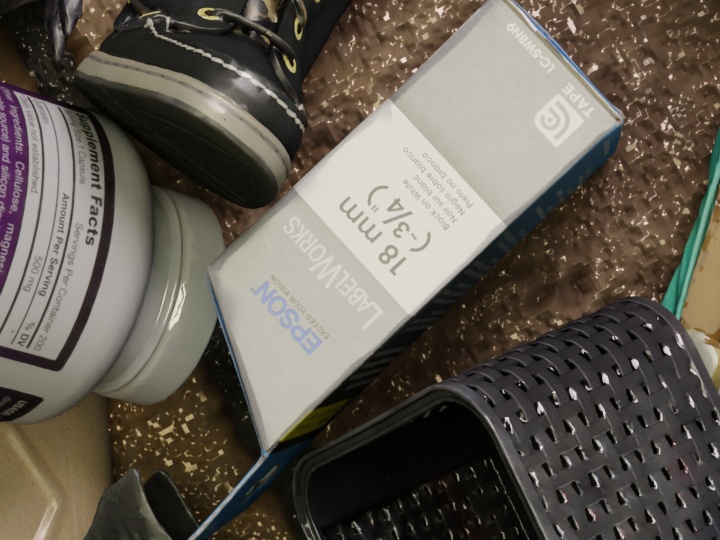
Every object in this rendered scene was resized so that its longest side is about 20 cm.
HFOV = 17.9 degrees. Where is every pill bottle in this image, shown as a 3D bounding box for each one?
[{"bbox_3d":[-0.149,-0.014,0.765,0.200,0.112,0.113,17,90,-34],"label":"pill bottle"}]

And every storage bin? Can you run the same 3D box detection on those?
[{"bbox_3d":[0.078,0.126,0.782,0.094,0.135,0.200,-21,83,-34],"label":"storage bin"}]

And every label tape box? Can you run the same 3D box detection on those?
[{"bbox_3d":[0.000,0.000,0.804,0.200,0.144,0.063,-44,85,3],"label":"label tape box"}]

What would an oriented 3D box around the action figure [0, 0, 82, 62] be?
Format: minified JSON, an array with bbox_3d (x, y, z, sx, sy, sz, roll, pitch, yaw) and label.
[{"bbox_3d":[-0.169,-0.133,0.812,0.102,0.200,0.119,-16,71,36],"label":"action figure"}]

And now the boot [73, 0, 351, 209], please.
[{"bbox_3d":[-0.028,-0.105,0.793,0.073,0.204,0.154,38,88,-14],"label":"boot"}]

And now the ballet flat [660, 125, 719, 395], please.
[{"bbox_3d":[0.140,0.014,0.824,0.067,0.070,0.201,13,89,7],"label":"ballet flat"}]

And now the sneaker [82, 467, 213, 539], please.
[{"bbox_3d":[-0.037,0.171,0.807,0.200,0.060,0.104,41,102,18],"label":"sneaker"}]

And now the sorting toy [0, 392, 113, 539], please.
[{"bbox_3d":[-0.180,0.051,0.823,0.200,0.036,0.186,-1,83,-37],"label":"sorting toy"}]
